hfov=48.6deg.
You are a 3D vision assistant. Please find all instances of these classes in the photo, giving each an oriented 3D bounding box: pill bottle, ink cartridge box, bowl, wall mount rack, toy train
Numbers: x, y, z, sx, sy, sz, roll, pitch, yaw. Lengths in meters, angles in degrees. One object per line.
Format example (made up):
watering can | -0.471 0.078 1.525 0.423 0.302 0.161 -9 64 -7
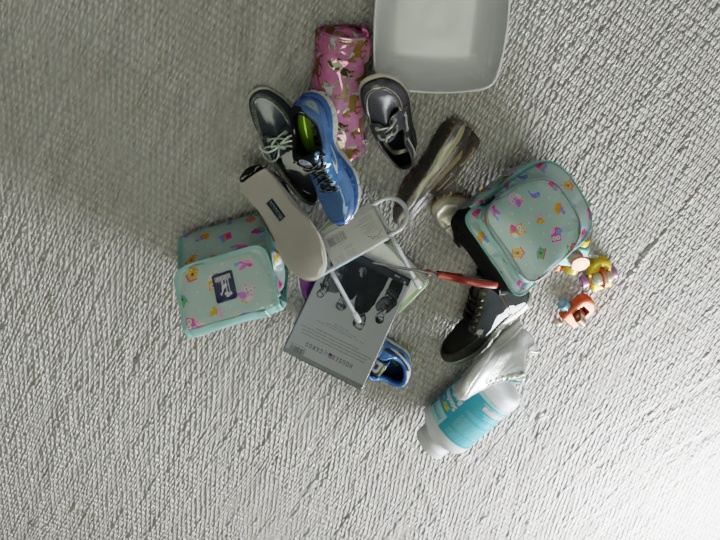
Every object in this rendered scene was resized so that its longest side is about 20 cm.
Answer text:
pill bottle | 0.198 0.270 1.514 0.110 0.111 0.200 37 110 -22
ink cartridge box | 0.000 0.000 1.384 0.200 0.048 0.146 46 109 0
bowl | 0.114 -0.368 1.166 0.196 0.075 0.203 0 120 -4
wall mount rack | 0.005 -0.024 1.292 0.198 0.075 0.176 -29 77 2
toy train | 0.380 0.026 1.414 0.150 0.056 0.200 -39 122 12

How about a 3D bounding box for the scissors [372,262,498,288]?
scissors | 0.120 0.005 1.257 0.197 0.073 0.014 10 98 -17

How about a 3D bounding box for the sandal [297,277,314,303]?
sandal | -0.053 0.078 1.366 0.081 0.050 0.205 -18 99 17

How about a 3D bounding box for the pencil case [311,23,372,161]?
pencil case | -0.030 -0.270 1.206 0.086 0.083 0.203 -16 124 -31

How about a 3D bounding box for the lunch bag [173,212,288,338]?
lunch bag | -0.204 0.013 1.278 0.168 0.201 0.123 -15 128 5

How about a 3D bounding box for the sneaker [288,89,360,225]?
sneaker | -0.063 -0.157 1.177 0.078 0.089 0.203 -9 110 32

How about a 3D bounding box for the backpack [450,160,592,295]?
backpack | 0.269 -0.078 1.279 0.199 0.153 0.177 -39 96 -16

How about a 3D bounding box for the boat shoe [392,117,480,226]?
boat shoe | 0.124 -0.147 1.293 0.073 0.075 0.201 26 117 -19

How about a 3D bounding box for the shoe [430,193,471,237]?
shoe | 0.205 -0.066 1.357 0.198 0.054 0.070 29 113 -20

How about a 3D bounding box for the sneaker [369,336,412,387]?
sneaker | 0.014 0.146 1.445 0.198 0.083 0.074 28 115 -17

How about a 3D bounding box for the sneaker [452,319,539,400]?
sneaker | 0.250 0.176 1.421 0.089 0.199 0.075 47 152 6

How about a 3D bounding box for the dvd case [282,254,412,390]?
dvd case | -0.021 0.075 1.328 0.149 0.025 0.202 25 83 3

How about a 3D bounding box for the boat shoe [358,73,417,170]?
boat shoe | 0.049 -0.219 1.195 0.072 0.064 0.200 -15 155 10

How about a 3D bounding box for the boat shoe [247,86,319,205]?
boat shoe | -0.117 -0.191 1.253 0.074 0.062 0.202 -19 118 11

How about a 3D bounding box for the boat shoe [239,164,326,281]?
boat shoe | -0.111 -0.078 1.263 0.074 0.093 0.202 -30 90 9

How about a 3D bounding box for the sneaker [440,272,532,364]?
sneaker | 0.201 0.074 1.417 0.200 0.075 0.106 -43 127 7
